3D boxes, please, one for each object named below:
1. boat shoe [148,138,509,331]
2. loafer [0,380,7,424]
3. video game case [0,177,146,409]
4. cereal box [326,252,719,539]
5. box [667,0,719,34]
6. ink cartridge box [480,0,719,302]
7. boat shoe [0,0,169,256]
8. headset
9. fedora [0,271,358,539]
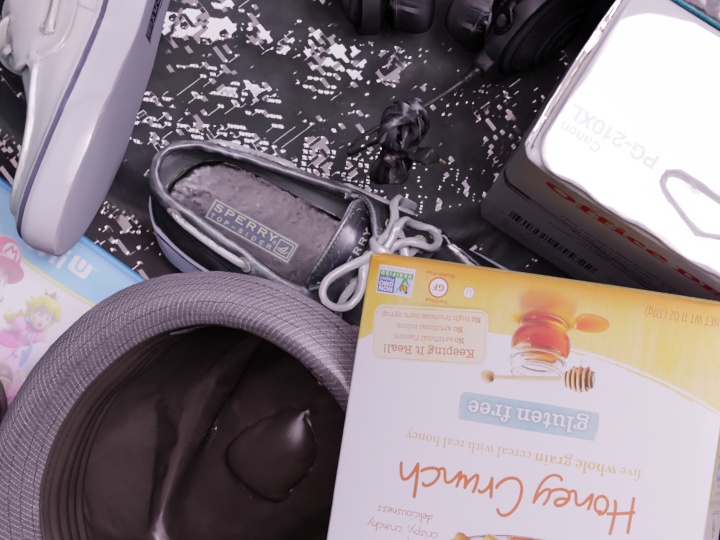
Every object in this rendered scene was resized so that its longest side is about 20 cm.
[{"bbox_3d":[0.001,-0.002,1.253,0.199,0.068,0.074,30,74,11],"label":"boat shoe"},{"bbox_3d":[-0.217,0.113,1.225,0.073,0.071,0.200,34,83,6],"label":"loafer"},{"bbox_3d":[-0.179,0.065,1.278,0.143,0.018,0.200,35,83,7],"label":"video game case"},{"bbox_3d":[0.060,0.101,1.106,0.144,0.040,0.200,8,89,16],"label":"cereal box"},{"bbox_3d":[0.175,-0.112,1.122,0.200,0.049,0.082,32,89,6],"label":"box"},{"bbox_3d":[0.135,-0.029,1.192,0.145,0.200,0.084,32,84,1],"label":"ink cartridge box"},{"bbox_3d":[-0.125,-0.105,1.279,0.066,0.072,0.200,14,79,7],"label":"boat shoe"},{"bbox_3d":[0.042,-0.128,1.269,0.123,0.094,0.200,18,70,4],"label":"headset"},{"bbox_3d":[-0.053,0.089,1.219,0.177,0.090,0.200,40,111,12],"label":"fedora"}]
